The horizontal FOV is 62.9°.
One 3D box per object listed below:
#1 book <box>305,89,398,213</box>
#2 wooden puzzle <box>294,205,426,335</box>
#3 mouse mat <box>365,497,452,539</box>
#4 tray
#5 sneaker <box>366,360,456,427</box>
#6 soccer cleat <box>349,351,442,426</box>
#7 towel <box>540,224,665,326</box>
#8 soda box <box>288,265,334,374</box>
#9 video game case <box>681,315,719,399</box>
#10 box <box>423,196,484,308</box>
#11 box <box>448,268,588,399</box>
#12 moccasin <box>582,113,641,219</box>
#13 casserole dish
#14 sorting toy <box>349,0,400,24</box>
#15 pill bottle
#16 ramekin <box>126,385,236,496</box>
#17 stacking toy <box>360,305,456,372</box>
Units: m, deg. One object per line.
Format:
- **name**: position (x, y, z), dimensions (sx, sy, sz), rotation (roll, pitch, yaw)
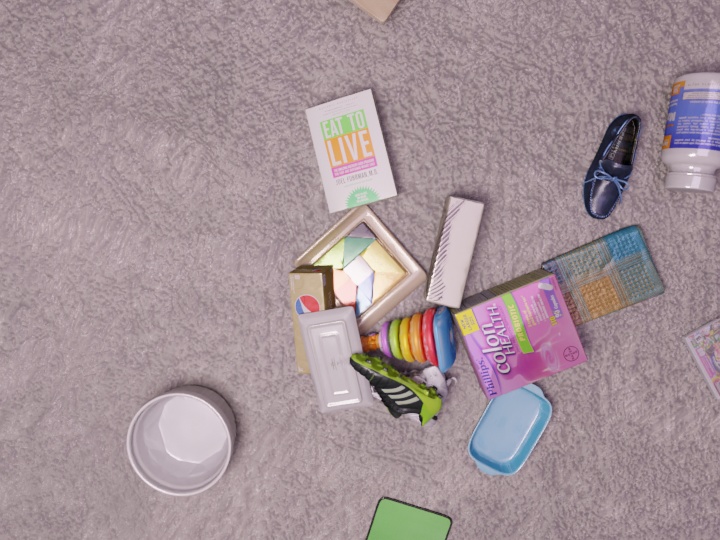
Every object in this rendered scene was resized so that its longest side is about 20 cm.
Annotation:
- **book**: position (-0.016, -0.220, 1.108), dimensions (0.133, 0.048, 0.201), rotation (-14, 90, 8)
- **wooden puzzle**: position (0.000, 0.000, 1.140), dimensions (0.185, 0.037, 0.200), rotation (-41, 94, 4)
- **mouse mat**: position (0.086, 0.576, 1.214), dimensions (0.160, 0.008, 0.201), rotation (18, 95, -1)
- **tray**: position (-0.046, 0.170, 1.086), dimensions (0.107, 0.022, 0.201), rotation (-10, 103, 7)
- **sneaker**: position (0.088, 0.208, 1.144), dimensions (0.200, 0.075, 0.115), rotation (34, 95, -7)
- **soccer cleat**: position (0.058, 0.219, 1.071), dimensions (0.200, 0.068, 0.081), rotation (31, 100, -14)
- **towel**: position (0.468, 0.013, 1.143), dimensions (0.199, 0.022, 0.147), rotation (-23, 94, 5)
- **soda box**: position (-0.088, 0.094, 1.120), dimensions (0.067, 0.064, 0.201), rotation (0, 103, 14)
- **video game case**: position (0.752, 0.143, 1.151), dimensions (0.200, 0.018, 0.144), rotation (-30, 94, 4)
- **box**: position (0.174, -0.036, 1.112), dimensions (0.068, 0.082, 0.201), rotation (12, 95, 1)
- **box**: position (0.294, 0.117, 1.117), dimensions (0.199, 0.097, 0.176), rotation (-22, 95, 4)
- **moccasin**: position (0.465, -0.195, 1.096), dimensions (0.080, 0.068, 0.201), rotation (10, 96, 0)
- **casserole dish**: position (0.291, 0.308, 1.167), dimensions (0.121, 0.039, 0.200), rotation (27, 96, -2)
- **sorting toy**: position (0.017, -0.580, 1.064), dimensions (0.200, 0.070, 0.199), rotation (35, 95, -2)
- **pill bottle**: position (0.611, -0.245, 1.067), dimensions (0.112, 0.112, 0.201), rotation (8, 96, 0)
- **ramekin**: position (-0.337, 0.321, 1.145), dimensions (0.199, 0.105, 0.201), rotation (0, 95, 1)
- **stacking toy**: position (0.076, 0.132, 1.128), dimensions (0.199, 0.116, 0.110), rotation (-7, 101, 19)
